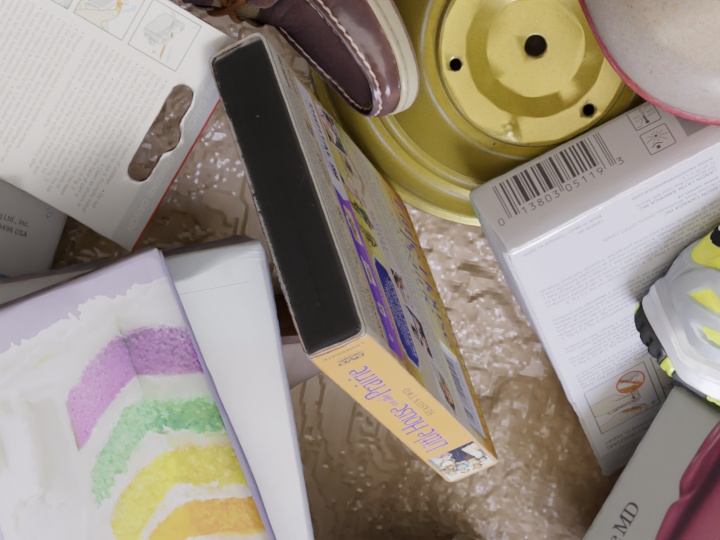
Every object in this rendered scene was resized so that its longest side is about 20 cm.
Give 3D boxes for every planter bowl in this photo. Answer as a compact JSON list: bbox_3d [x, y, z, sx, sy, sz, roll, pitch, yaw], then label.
[{"bbox_3d":[0.076,-0.110,1.076,0.199,0.083,0.202,-1,103,-6],"label":"planter bowl"}]

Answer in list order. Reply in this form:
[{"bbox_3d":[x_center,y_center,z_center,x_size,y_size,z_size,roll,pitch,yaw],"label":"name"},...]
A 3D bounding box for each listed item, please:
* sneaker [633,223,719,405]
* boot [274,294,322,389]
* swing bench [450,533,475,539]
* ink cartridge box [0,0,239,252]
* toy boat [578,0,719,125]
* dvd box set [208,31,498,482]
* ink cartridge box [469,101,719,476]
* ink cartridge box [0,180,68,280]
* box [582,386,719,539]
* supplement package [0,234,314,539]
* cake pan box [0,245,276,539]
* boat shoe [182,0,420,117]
[{"bbox_3d":[0.226,0.044,1.065,0.199,0.076,0.077,24,117,-20],"label":"sneaker"},{"bbox_3d":[-0.084,0.092,1.105,0.199,0.070,0.147,-4,103,-19],"label":"boot"},{"bbox_3d":[0.035,0.263,1.136,0.199,0.130,0.200,-40,87,6],"label":"swing bench"},{"bbox_3d":[-0.158,-0.105,0.986,0.199,0.050,0.109,30,98,-12],"label":"ink cartridge box"},{"bbox_3d":[0.154,-0.160,1.016,0.130,0.131,0.201,-22,80,15],"label":"toy boat"},{"bbox_3d":[0.000,0.000,1.012,0.029,0.200,0.147,-24,66,10],"label":"dvd box set"},{"bbox_3d":[0.155,-0.002,1.105,0.160,0.050,0.200,-27,142,1],"label":"ink cartridge box"},{"bbox_3d":[-0.194,-0.076,1.058,0.144,0.085,0.201,19,102,-10],"label":"ink cartridge box"},{"bbox_3d":[0.211,0.162,1.086,0.200,0.109,0.128,35,99,32],"label":"box"},{"bbox_3d":[-0.119,0.099,0.972,0.190,0.147,0.201,-10,92,-6],"label":"supplement package"},{"bbox_3d":[-0.134,0.109,0.872,0.199,0.052,0.185,-20,91,-5],"label":"cake pan box"},{"bbox_3d":[-0.055,-0.140,1.036,0.072,0.072,0.200,-37,87,-22],"label":"boat shoe"}]
